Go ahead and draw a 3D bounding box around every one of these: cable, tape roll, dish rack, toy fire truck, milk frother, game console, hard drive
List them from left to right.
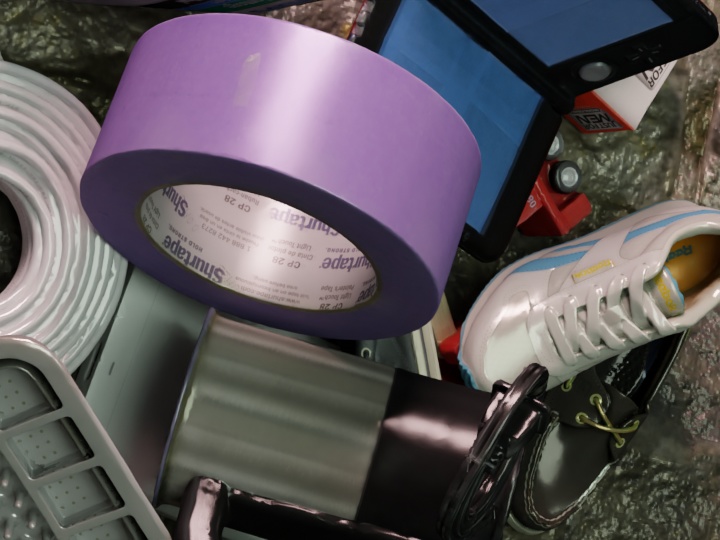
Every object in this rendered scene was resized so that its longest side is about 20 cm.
[{"bbox_3d":[-0.214,0.123,1.276,0.200,0.044,0.172,-24,116,11],"label":"dish rack"},{"bbox_3d":[-0.217,-0.019,1.313,0.200,0.069,0.200,48,68,-21],"label":"cable"},{"bbox_3d":[-0.073,0.089,1.420,0.200,0.026,0.132,25,78,-27],"label":"hard drive"},{"bbox_3d":[-0.042,-0.046,1.283,0.200,0.200,0.085,31,63,-26],"label":"tape roll"},{"bbox_3d":[-0.005,0.087,1.283,0.188,0.200,0.181,15,37,-1],"label":"milk frother"},{"bbox_3d":[0.066,-0.039,1.485,0.141,0.049,0.200,-38,108,-24],"label":"toy fire truck"},{"bbox_3d":[0.093,-0.111,1.376,0.200,0.172,0.119,33,47,-48],"label":"game console"}]

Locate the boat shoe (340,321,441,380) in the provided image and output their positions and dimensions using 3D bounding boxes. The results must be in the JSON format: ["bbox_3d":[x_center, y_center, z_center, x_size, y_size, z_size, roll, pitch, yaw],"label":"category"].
[{"bbox_3d":[0.000,0.000,1.422,0.062,0.075,0.200,-9,78,-9],"label":"boat shoe"}]

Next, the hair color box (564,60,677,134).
[{"bbox_3d":[0.112,-0.184,1.505,0.200,0.061,0.102,41,71,-22],"label":"hair color box"}]

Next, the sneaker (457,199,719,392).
[{"bbox_3d":[0.147,0.017,1.454,0.200,0.081,0.077,-31,107,-17],"label":"sneaker"}]

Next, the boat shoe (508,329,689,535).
[{"bbox_3d":[0.151,0.075,1.527,0.072,0.061,0.201,34,74,-25],"label":"boat shoe"}]

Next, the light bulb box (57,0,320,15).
[{"bbox_3d":[-0.113,-0.248,1.340,0.200,0.125,0.199,2,89,-31],"label":"light bulb box"}]
